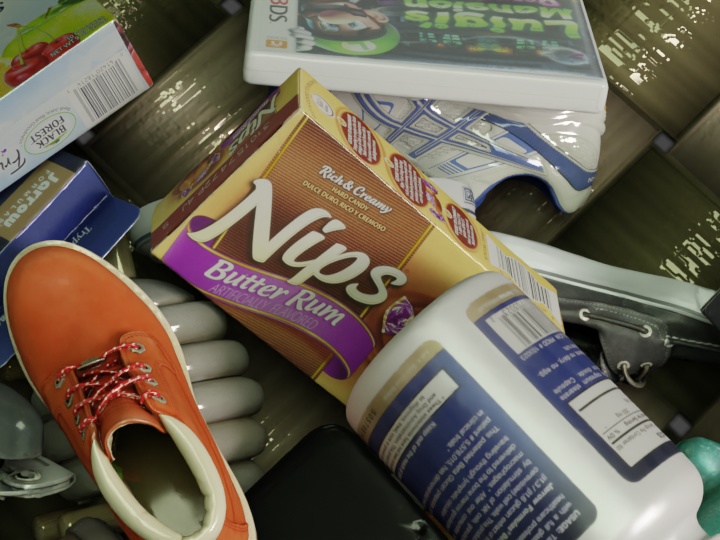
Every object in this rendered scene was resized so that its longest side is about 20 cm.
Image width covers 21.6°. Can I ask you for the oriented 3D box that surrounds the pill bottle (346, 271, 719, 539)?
[{"bbox_3d":[0.096,0.105,0.928,0.111,0.111,0.200,-39,73,-16],"label":"pill bottle"}]

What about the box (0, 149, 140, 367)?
[{"bbox_3d":[-0.219,-0.026,1.030,0.200,0.032,0.121,23,64,42],"label":"box"}]

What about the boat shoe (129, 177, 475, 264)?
[{"bbox_3d":[-0.034,-0.013,1.070,0.200,0.074,0.065,-5,76,10],"label":"boat shoe"}]

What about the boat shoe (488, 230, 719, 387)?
[{"bbox_3d":[0.144,0.034,1.082,0.200,0.070,0.066,18,76,2],"label":"boat shoe"}]

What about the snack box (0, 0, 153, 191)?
[{"bbox_3d":[-0.230,-0.088,1.032,0.200,0.053,0.142,-36,38,-10],"label":"snack box"}]

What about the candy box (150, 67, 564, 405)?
[{"bbox_3d":[0.000,0.000,1.012,0.200,0.056,0.117,40,112,-23],"label":"candy box"}]

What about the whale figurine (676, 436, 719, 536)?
[{"bbox_3d":[0.211,0.157,1.002,0.200,0.104,0.159,-8,68,-29],"label":"whale figurine"}]

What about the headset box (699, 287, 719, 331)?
[{"bbox_3d":[0.306,0.027,1.041,0.200,0.093,0.174,46,36,12],"label":"headset box"}]

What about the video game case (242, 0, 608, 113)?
[{"bbox_3d":[0.035,-0.146,1.101,0.200,0.023,0.182,5,30,-4],"label":"video game case"}]

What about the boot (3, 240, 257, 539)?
[{"bbox_3d":[-0.114,0.059,0.899,0.075,0.107,0.200,-32,73,-6],"label":"boot"}]

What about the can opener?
[{"bbox_3d":[-0.215,0.071,0.977,0.053,0.200,0.067,-6,107,-39],"label":"can opener"}]

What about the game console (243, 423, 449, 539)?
[{"bbox_3d":[-0.009,0.214,0.947,0.116,0.176,0.200,-28,62,-30],"label":"game console"}]

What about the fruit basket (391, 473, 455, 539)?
[{"bbox_3d":[0.072,0.182,1.010,0.200,0.094,0.185,-22,74,-16],"label":"fruit basket"}]

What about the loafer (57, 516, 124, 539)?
[{"bbox_3d":[-0.114,0.221,0.918,0.071,0.073,0.200,-27,93,-22],"label":"loafer"}]

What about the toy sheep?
[{"bbox_3d":[-0.117,0.075,1.011,0.138,0.138,0.200,-11,88,-9],"label":"toy sheep"}]

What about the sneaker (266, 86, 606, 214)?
[{"bbox_3d":[0.043,-0.074,1.106,0.200,0.075,0.088,4,92,3],"label":"sneaker"}]
